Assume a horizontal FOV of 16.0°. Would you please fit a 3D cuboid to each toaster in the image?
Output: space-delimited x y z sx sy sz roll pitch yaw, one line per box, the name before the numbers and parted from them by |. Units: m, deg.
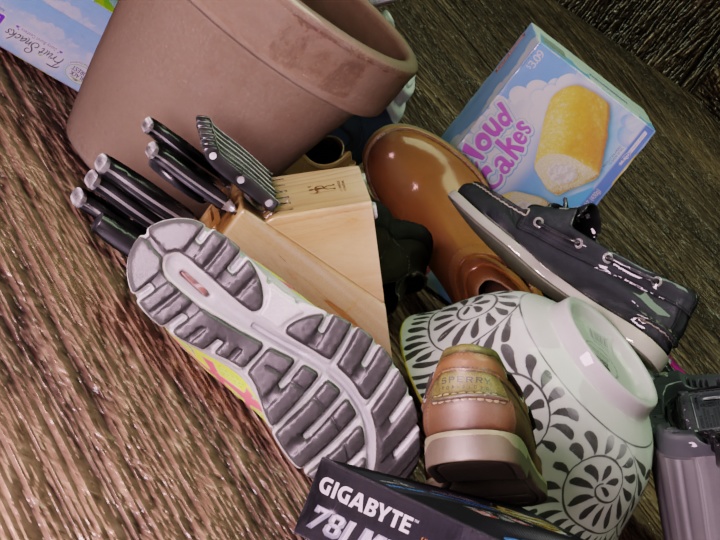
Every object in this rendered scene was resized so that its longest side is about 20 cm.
toaster | 0.249 0.144 1.683 0.200 0.113 0.130 -82 163 -77

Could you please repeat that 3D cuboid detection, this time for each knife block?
knife block | -0.074 0.005 1.513 0.064 0.174 0.201 -107 -172 -67

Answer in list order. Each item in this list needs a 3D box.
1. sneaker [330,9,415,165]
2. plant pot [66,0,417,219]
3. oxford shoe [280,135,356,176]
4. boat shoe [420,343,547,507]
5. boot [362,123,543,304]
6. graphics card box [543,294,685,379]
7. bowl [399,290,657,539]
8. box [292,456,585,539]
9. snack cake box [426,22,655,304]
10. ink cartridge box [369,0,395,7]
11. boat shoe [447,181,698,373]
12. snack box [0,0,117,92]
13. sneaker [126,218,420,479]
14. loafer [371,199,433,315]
sneaker | -0.044 -0.145 1.875 0.200 0.147 0.081 25 18 -46
plant pot | -0.090 -0.122 1.609 0.200 0.175 0.200 36 13 -9
oxford shoe | -0.023 -0.055 1.799 0.071 0.071 0.200 42 7 27
boat shoe | 0.069 0.089 1.418 0.071 0.069 0.200 -1 -14 0
boot | 0.076 -0.011 1.815 0.200 0.074 0.155 49 9 -12
graphics card box | 0.200 0.070 2.031 0.125 0.051 0.200 28 18 -40
bowl | 0.126 0.080 1.621 0.201 0.094 0.201 44 19 -19
box | 0.098 0.163 1.309 0.198 0.050 0.200 22 0 37
snack cake box | 0.113 -0.069 1.928 0.115 0.200 0.067 35 14 -13
ink cartridge box | -0.073 -0.187 1.863 0.196 0.199 0.044 -150 -137 -81
boat shoe | 0.144 -0.013 1.713 0.199 0.066 0.075 38 -5 36
snack box | -0.246 -0.215 1.731 0.168 0.068 0.200 30 16 -40
sneaker | -0.045 0.043 1.408 0.200 0.078 0.090 46 -5 -7
loafer | 0.000 0.000 1.714 0.072 0.072 0.200 -1 -8 16
